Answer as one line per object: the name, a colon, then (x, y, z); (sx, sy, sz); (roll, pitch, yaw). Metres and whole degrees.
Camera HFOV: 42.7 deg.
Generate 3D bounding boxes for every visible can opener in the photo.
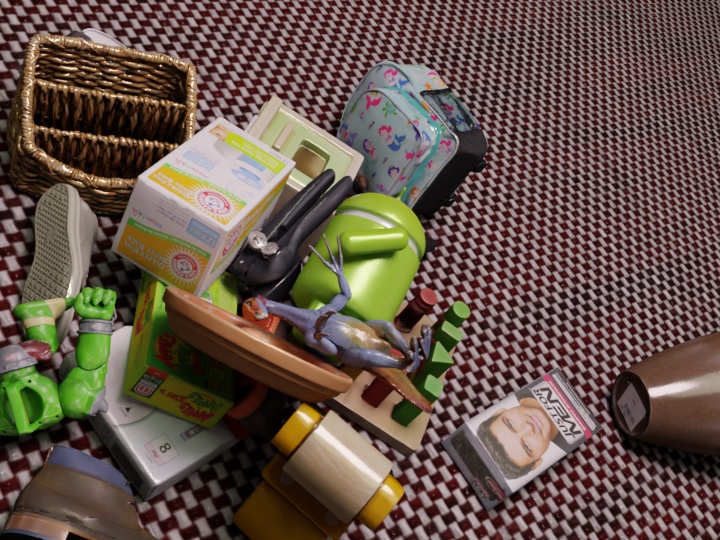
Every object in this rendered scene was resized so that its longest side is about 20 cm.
can opener: (-0.079, -0.050, 1.068); (0.063, 0.079, 0.200); (23, 58, 16)

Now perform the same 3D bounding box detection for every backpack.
backpack: (0.058, -0.192, 1.299); (0.150, 0.178, 0.200); (-4, 54, -41)

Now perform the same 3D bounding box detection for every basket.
basket: (-0.294, -0.161, 1.060); (0.199, 0.149, 0.143); (6, 53, -31)

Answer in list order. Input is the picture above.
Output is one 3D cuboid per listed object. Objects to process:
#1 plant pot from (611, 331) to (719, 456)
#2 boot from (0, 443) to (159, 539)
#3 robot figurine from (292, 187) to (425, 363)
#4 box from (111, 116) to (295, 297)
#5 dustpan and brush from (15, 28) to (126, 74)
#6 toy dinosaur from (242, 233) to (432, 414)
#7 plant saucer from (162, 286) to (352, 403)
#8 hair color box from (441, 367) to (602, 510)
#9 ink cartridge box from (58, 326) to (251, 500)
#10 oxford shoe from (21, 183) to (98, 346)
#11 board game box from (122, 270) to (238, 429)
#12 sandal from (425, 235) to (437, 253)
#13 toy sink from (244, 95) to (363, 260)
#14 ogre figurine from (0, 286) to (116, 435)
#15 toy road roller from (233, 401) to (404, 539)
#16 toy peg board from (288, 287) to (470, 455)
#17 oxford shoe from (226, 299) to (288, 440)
plant pot: (0.461, 0.179, 1.285); (0.199, 0.187, 0.188); (-3, 57, -18)
boot: (-0.217, 0.230, 0.851); (0.199, 0.075, 0.097); (22, 49, -14)
robot figurine: (0.000, 0.000, 1.031); (0.115, 0.175, 0.201); (30, 69, -5)
box: (-0.170, -0.073, 1.022); (0.112, 0.102, 0.200); (32, 32, 2)
dustpan and brush: (-0.306, -0.231, 1.153); (0.200, 0.139, 0.057); (39, 48, -38)
toy dinosaur: (-0.027, 0.074, 0.927); (0.181, 0.201, 0.105); (4, 27, 18)
plant saucer: (-0.103, 0.075, 0.880); (0.200, 0.200, 0.038); (28, 86, -11)
hair color box: (0.206, 0.207, 1.158); (0.200, 0.061, 0.099); (-21, 69, -41)
ink cartridge box: (-0.190, 0.123, 0.975); (0.200, 0.057, 0.163); (-29, 75, -39)
oxford shoe: (-0.315, -0.001, 0.982); (0.058, 0.075, 0.201); (47, 30, -52)
board game box: (-0.186, 0.064, 0.981); (0.101, 0.048, 0.200); (28, 31, -25)
sandal: (0.043, -0.045, 1.224); (0.075, 0.045, 0.200); (29, 23, 24)
toy sink: (-0.115, -0.134, 1.182); (0.200, 0.112, 0.131); (32, 44, -7)
ogre figurine: (-0.322, 0.096, 0.863); (0.199, 0.098, 0.120); (-12, 82, -27)
toy road roller: (-0.050, 0.218, 0.897); (0.123, 0.200, 0.146); (40, 80, 3)
toy peg board: (0.030, 0.079, 1.118); (0.199, 0.098, 0.200); (34, 44, -6)
oxford shoe: (-0.108, 0.104, 1.028); (0.073, 0.071, 0.200); (53, 26, -29)
